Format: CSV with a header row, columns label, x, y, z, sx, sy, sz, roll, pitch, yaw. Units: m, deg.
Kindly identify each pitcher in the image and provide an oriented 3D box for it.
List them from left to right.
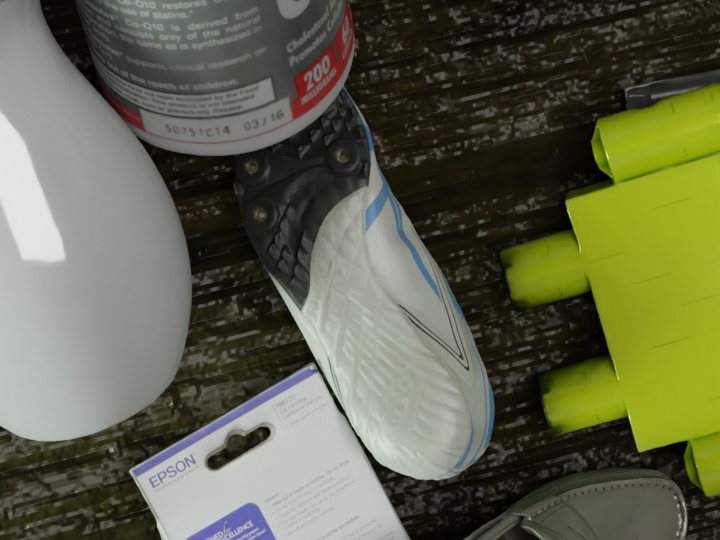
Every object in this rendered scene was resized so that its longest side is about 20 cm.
label,x,y,z,sx,sy,sz,roll,pitch,yaw
pitcher,-0.161,-0.038,0.984,0.121,0.171,0.201,-37,122,-33

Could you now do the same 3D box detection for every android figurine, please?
label,x,y,z,sx,sy,sz,roll,pitch,yaw
android figurine,0.169,0.007,1.064,0.199,0.041,0.183,-14,97,11

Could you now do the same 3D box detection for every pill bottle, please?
label,x,y,z,sx,sy,sz,roll,pitch,yaw
pill bottle,-0.069,-0.152,0.944,0.113,0.114,0.201,-24,141,-10

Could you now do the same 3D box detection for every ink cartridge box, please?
label,x,y,z,sx,sy,sz,roll,pitch,yaw
ink cartridge box,-0.019,0.149,1.063,0.099,0.039,0.201,-28,100,-10

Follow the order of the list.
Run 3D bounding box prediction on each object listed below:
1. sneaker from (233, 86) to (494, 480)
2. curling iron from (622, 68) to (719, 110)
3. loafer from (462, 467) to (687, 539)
label,x,y,z,sx,sy,sz,roll,pitch,yaw
sneaker,0.000,0.000,1.052,0.072,0.072,0.201,-24,85,12
curling iron,0.222,-0.083,1.098,0.198,0.026,0.050,0,83,-6
loafer,0.077,0.139,1.044,0.199,0.070,0.070,-23,96,-33
